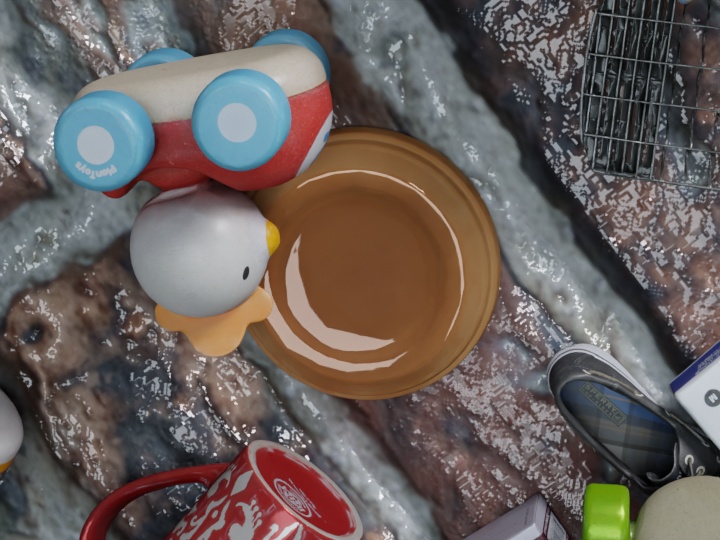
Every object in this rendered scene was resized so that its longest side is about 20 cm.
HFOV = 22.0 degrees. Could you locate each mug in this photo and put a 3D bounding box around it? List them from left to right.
[{"bbox_3d":[-0.115,0.220,1.352,0.177,0.134,0.200,38,105,-5],"label":"mug"}]

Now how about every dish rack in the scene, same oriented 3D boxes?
[{"bbox_3d":[0.247,-0.122,1.234,0.198,0.055,0.155,8,106,9],"label":"dish rack"}]

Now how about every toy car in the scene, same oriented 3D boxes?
[{"bbox_3d":[-0.094,-0.042,1.242,0.175,0.184,0.202,-7,106,11],"label":"toy car"},{"bbox_3d":[0.231,0.257,1.266,0.163,0.159,0.201,2,133,8],"label":"toy car"}]

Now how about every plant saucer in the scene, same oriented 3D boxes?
[{"bbox_3d":[0.000,0.000,1.316,0.198,0.037,0.202,2,106,8],"label":"plant saucer"}]

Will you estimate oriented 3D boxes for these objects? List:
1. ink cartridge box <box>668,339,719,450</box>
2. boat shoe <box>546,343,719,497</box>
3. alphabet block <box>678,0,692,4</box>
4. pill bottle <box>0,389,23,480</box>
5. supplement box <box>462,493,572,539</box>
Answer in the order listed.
[{"bbox_3d":[0.349,0.092,1.271,0.199,0.041,0.200,-43,97,9],"label":"ink cartridge box"},{"bbox_3d":[0.212,0.129,1.303,0.200,0.066,0.070,43,108,-4],"label":"boat shoe"},{"bbox_3d":[0.224,-0.303,1.110,0.199,0.197,0.196,-34,100,16],"label":"alphabet block"},{"bbox_3d":[-0.345,0.171,1.380,0.116,0.116,0.201,34,109,-2],"label":"pill bottle"},{"bbox_3d":[0.142,0.278,1.361,0.108,0.061,0.201,-32,98,16],"label":"supplement box"}]
